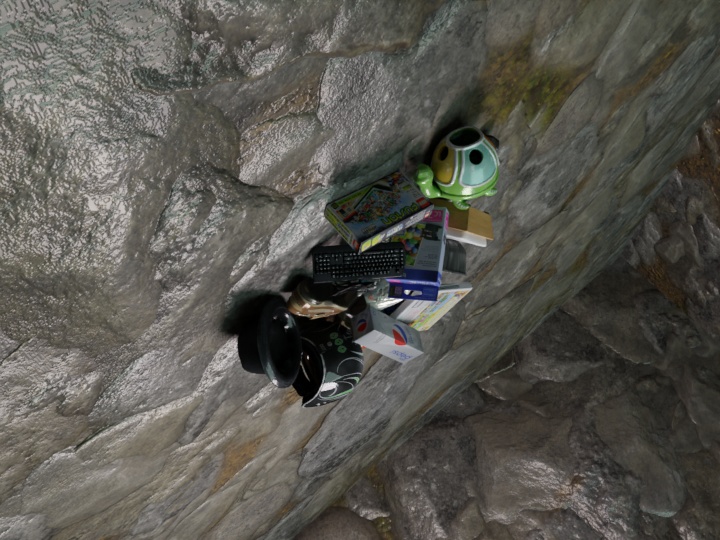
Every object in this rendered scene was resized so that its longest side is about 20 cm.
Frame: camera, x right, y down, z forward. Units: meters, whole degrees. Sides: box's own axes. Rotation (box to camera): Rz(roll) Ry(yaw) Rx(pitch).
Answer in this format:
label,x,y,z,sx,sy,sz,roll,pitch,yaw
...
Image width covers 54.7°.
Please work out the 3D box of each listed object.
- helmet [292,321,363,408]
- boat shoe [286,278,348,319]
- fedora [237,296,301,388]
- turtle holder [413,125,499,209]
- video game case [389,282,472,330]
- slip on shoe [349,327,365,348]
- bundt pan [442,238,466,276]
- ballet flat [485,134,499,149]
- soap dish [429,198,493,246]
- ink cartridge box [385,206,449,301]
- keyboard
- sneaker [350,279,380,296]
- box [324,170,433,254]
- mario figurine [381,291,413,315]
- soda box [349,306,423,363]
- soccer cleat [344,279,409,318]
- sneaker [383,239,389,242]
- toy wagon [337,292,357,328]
label,x,y,z,sx,sy,sz,roll,pitch,yaw
helmet,-0.085,0.216,1.630,0.189,0.200,0.201,-7,138,-54
boat shoe,-0.097,0.066,1.510,0.073,0.076,0.199,-39,157,16
fedora,-0.194,0.151,1.425,0.090,0.205,0.200,-10,163,15
turtle holder,0.201,-0.224,1.460,0.181,0.143,0.133,-4,137,6
video game case,0.155,0.095,1.710,0.179,0.023,0.200,-3,147,-40
slip on shoe,-0.020,0.180,1.750,0.060,0.076,0.199,0,161,-30
bundt pan,0.156,-0.044,1.608,0.201,0.198,0.078,10,91,-62
ballet flat,0.265,-0.240,1.634,0.202,0.056,0.067,112,-10,-45
soap dish,0.213,-0.116,1.613,0.199,0.155,0.083,6,99,-62
ink cartridge box,0.120,-0.039,1.497,0.042,0.117,0.205,38,58,-67
keyboard,0.000,-0.001,1.422,0.195,0.040,0.107,-5,105,-10
sneaker,0.000,0.000,1.555,0.074,0.087,0.200,-35,180,-2
box,0.038,-0.117,1.364,0.198,0.110,0.035,-29,154,-33
mario figurine,0.099,0.055,1.738,0.198,0.107,0.123,-30,-168,-8
soda box,0.065,0.156,1.649,0.068,0.064,0.199,-31,141,28
soccer cleat,0.047,0.056,1.612,0.199,0.070,0.077,-39,150,24
sneaker,0.041,-0.075,1.489,0.076,0.076,0.201,-36,157,-16
toy wagon,0.029,0.060,1.742,0.198,0.040,0.157,-29,153,-34
